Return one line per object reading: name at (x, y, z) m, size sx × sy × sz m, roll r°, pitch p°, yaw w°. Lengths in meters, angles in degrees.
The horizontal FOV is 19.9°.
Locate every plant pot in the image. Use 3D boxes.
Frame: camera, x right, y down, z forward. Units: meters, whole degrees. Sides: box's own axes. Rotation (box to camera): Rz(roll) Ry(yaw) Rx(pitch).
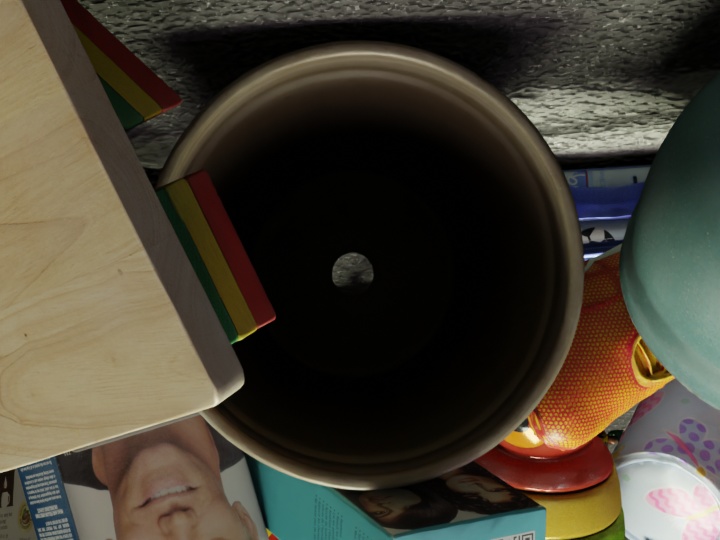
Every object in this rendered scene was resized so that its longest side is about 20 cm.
plant pot at (0.225, -0.038, 0.924) m, size 0.199 × 0.201 × 0.135 m, roll -1°, pitch 135°, yaw -7°
plant pot at (0.000, 0.000, 0.998) m, size 0.198 × 0.202 × 0.174 m, roll -3°, pitch 178°, yaw -1°

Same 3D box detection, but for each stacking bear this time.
stacking bear at (0.096, 0.127, 1.146) m, size 0.121 × 0.201 × 0.114 m, roll 13°, pitch -157°, yaw 25°

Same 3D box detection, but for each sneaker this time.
sneaker at (0.155, 0.014, 1.002) m, size 0.077 × 0.200 × 0.073 m, roll 11°, pitch 137°, yaw 54°

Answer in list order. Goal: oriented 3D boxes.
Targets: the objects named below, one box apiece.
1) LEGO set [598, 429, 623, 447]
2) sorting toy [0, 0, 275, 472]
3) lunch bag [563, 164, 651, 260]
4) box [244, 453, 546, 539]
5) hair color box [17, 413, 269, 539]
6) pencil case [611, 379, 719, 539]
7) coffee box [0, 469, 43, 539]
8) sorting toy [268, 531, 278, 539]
LEGO set at (0.060, 0.064, 1.254) m, size 0.198 × 0.117 × 0.154 m, roll 2°, pitch -162°, yaw 1°
sorting toy at (-0.142, -0.028, 0.874) m, size 0.199 × 0.200 × 0.069 m, roll -19°, pitch -171°, yaw 46°
lunch bag at (0.136, -0.006, 1.154) m, size 0.198 × 0.076 × 0.160 m, roll -6°, pitch 160°, yaw 3°
box at (0.005, 0.110, 0.996) m, size 0.082 × 0.050 × 0.200 m, roll -7°, pitch -163°, yaw -26°
hair color box at (-0.108, 0.107, 1.011) m, size 0.100 × 0.201 × 0.060 m, roll -16°, pitch 179°, yaw -30°
pencil case at (0.212, 0.080, 1.235) m, size 0.083 × 0.200 × 0.091 m, roll 23°, pitch 136°, yaw 13°
coffee box at (-0.134, 0.061, 1.089) m, size 0.114 × 0.202 × 0.080 m, roll 7°, pitch 167°, yaw -32°
sorting toy at (-0.036, 0.132, 1.362) m, size 0.198 × 0.070 × 0.199 m, roll 0°, pitch -162°, yaw -9°
